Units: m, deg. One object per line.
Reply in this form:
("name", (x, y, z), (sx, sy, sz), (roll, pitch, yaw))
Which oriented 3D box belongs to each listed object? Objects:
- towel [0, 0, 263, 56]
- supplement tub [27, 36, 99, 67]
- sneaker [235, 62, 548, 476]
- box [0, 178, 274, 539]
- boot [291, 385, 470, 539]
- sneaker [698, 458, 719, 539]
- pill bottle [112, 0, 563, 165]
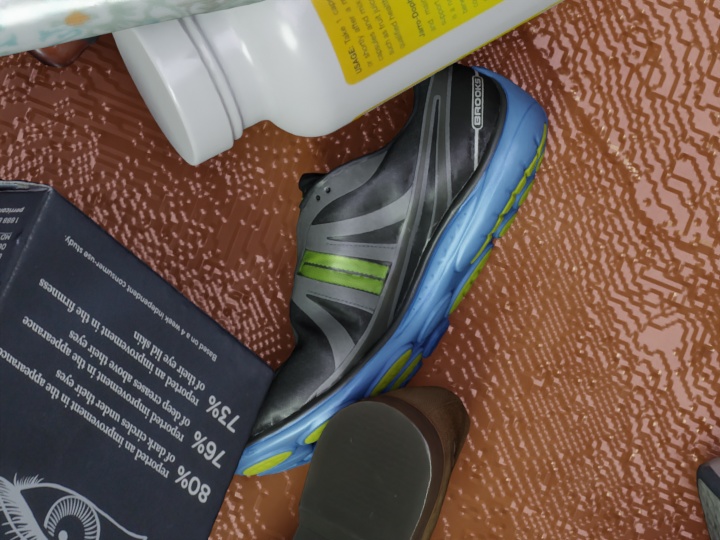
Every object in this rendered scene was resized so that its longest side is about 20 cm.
("towel", (-0.125, -0.185, 1.038), (0.170, 0.048, 0.201), (-12, 82, 7))
("supplement tub", (-0.094, -0.187, 1.110), (0.107, 0.107, 0.200), (42, 91, -1))
("sneaker", (0.000, 0.000, 1.141), (0.082, 0.071, 0.200), (33, 90, 13))
("box", (-0.144, 0.088, 1.055), (0.148, 0.104, 0.201), (42, 61, -39))
("boot", (-0.007, 0.136, 1.141), (0.073, 0.075, 0.201), (32, 111, 15))
("sneaker", (0.237, 0.115, 1.095), (0.146, 0.202, 0.077), (-26, 125, -14))
("pill bottle", (0.001, -0.122, 1.098), (0.199, 0.104, 0.105), (-30, 92, -11))
